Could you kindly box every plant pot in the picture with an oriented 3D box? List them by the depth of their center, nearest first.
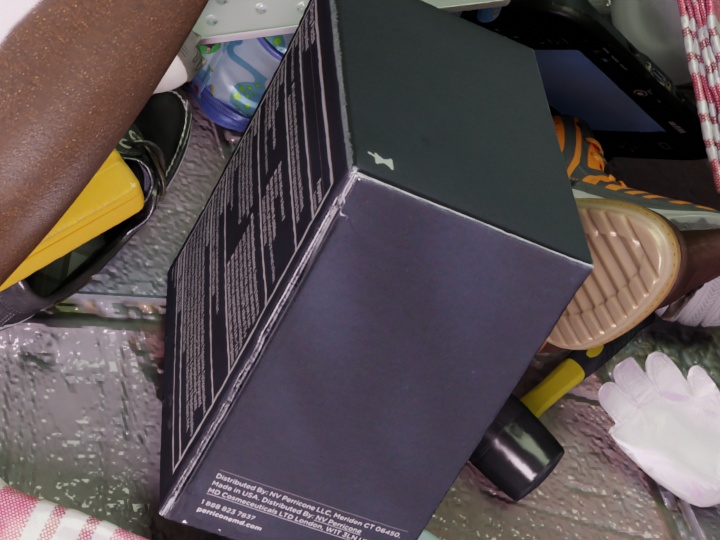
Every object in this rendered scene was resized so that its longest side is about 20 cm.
[{"bbox_3d":[-0.152,-0.100,0.799,0.187,0.200,0.187,41,28,-27],"label":"plant pot"}]

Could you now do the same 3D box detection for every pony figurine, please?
[{"bbox_3d":[0.251,0.081,1.115,0.193,0.166,0.200,52,26,-1],"label":"pony figurine"}]

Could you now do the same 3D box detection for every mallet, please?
[{"bbox_3d":[0.120,0.065,1.118,0.066,0.041,0.200,50,40,15],"label":"mallet"}]

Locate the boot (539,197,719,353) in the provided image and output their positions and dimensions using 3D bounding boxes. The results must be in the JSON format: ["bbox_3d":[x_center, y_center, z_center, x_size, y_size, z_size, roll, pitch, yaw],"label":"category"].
[{"bbox_3d":[0.138,-0.006,1.023,0.166,0.200,0.072,-16,85,-33],"label":"boot"}]

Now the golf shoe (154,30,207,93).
[{"bbox_3d":[-0.177,-0.101,1.020,0.200,0.077,0.088,7,63,13],"label":"golf shoe"}]

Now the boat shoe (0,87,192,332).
[{"bbox_3d":[-0.130,-0.040,1.008,0.200,0.066,0.070,-46,117,-46],"label":"boat shoe"}]

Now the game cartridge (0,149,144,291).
[{"bbox_3d":[-0.223,-0.066,0.947,0.176,0.032,0.200,-31,65,-11],"label":"game cartridge"}]

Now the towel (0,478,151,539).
[{"bbox_3d":[-0.104,0.166,0.853,0.200,0.030,0.146,21,41,4],"label":"towel"}]

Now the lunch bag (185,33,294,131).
[{"bbox_3d":[-0.056,-0.175,1.185,0.161,0.082,0.200,-22,65,-43],"label":"lunch bag"}]

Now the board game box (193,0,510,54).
[{"bbox_3d":[-0.039,-0.204,1.119,0.200,0.026,0.200,-10,59,-17],"label":"board game box"}]

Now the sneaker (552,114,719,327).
[{"bbox_3d":[0.154,-0.039,1.189,0.200,0.078,0.112,17,32,-20],"label":"sneaker"}]

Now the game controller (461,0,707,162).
[{"bbox_3d":[0.130,-0.112,1.192,0.104,0.042,0.200,16,-11,41],"label":"game controller"}]

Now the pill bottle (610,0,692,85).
[{"bbox_3d":[0.276,-0.182,1.385,0.200,0.112,0.112,-5,55,-36],"label":"pill bottle"}]

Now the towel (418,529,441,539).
[{"bbox_3d":[0.056,0.225,0.919,0.200,0.048,0.171,34,41,-1],"label":"towel"}]

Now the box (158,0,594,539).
[{"bbox_3d":[0.000,0.000,0.945,0.123,0.199,0.200,20,31,-17],"label":"box"}]

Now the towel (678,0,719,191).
[{"bbox_3d":[0.245,-0.130,1.227,0.146,0.030,0.200,6,70,-50],"label":"towel"}]
